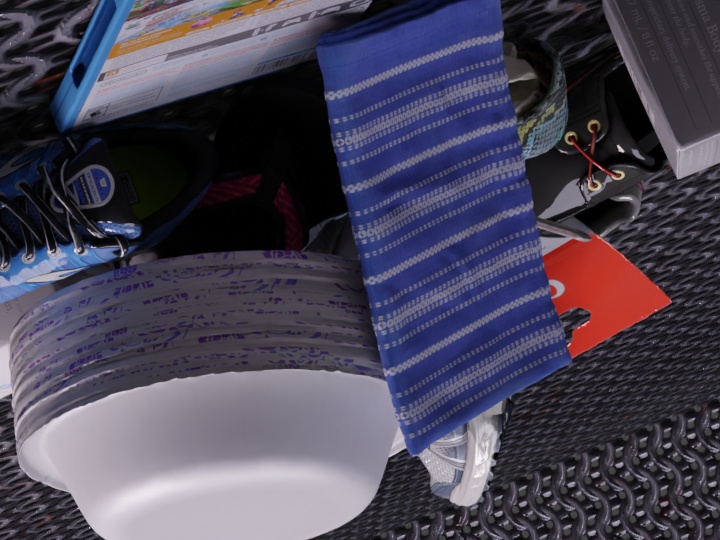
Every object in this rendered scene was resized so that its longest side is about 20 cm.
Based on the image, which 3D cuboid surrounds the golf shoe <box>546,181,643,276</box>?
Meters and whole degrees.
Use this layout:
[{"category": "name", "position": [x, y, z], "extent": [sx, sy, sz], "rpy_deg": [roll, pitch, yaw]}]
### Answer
[{"category": "golf shoe", "position": [0.075, -0.023, 1.765], "extent": [0.200, 0.077, 0.088], "rpy_deg": [-30, -154, 6]}]

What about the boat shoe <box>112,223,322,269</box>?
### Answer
[{"category": "boat shoe", "position": [-0.119, 0.005, 1.641], "extent": [0.201, 0.070, 0.072], "rpy_deg": [-23, 150, 6]}]

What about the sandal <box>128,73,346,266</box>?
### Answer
[{"category": "sandal", "position": [-0.057, -0.025, 1.456], "extent": [0.200, 0.075, 0.045], "rpy_deg": [-48, -164, 47]}]

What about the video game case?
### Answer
[{"category": "video game case", "position": [-0.050, -0.119, 1.286], "extent": [0.143, 0.018, 0.200], "rpy_deg": [-18, 168, -20]}]

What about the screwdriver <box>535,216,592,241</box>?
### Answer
[{"category": "screwdriver", "position": [0.047, -0.043, 1.551], "extent": [0.028, 0.029, 0.200], "rpy_deg": [-22, -157, -37]}]

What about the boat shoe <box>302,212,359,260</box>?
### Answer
[{"category": "boat shoe", "position": [0.000, 0.000, 1.506], "extent": [0.068, 0.072, 0.200], "rpy_deg": [-19, 179, -11]}]

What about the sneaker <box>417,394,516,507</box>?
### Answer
[{"category": "sneaker", "position": [0.047, 0.065, 1.731], "extent": [0.086, 0.078, 0.200], "rpy_deg": [14, 146, 6]}]

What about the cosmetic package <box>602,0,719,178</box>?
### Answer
[{"category": "cosmetic package", "position": [0.234, -0.136, 1.534], "extent": [0.200, 0.107, 0.090], "rpy_deg": [-25, 169, 3]}]

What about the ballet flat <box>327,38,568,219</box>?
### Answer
[{"category": "ballet flat", "position": [0.020, -0.079, 1.526], "extent": [0.200, 0.074, 0.074], "rpy_deg": [-18, 168, -28]}]

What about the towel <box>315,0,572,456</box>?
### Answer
[{"category": "towel", "position": [0.042, -0.030, 1.397], "extent": [0.024, 0.200, 0.145], "rpy_deg": [-6, -168, 35]}]

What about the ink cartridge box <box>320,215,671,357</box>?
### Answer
[{"category": "ink cartridge box", "position": [0.054, 0.009, 1.713], "extent": [0.200, 0.047, 0.160], "rpy_deg": [38, 132, -25]}]

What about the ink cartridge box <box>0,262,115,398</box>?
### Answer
[{"category": "ink cartridge box", "position": [-0.193, 0.024, 1.545], "extent": [0.200, 0.067, 0.117], "rpy_deg": [-25, 169, 11]}]

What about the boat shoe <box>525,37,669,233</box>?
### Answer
[{"category": "boat shoe", "position": [0.129, -0.077, 1.608], "extent": [0.201, 0.074, 0.063], "rpy_deg": [-34, -163, -5]}]

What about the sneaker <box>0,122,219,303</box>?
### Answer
[{"category": "sneaker", "position": [-0.150, -0.029, 1.358], "extent": [0.200, 0.079, 0.089], "rpy_deg": [-25, 178, -35]}]

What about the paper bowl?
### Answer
[{"category": "paper bowl", "position": [-0.065, 0.071, 1.424], "extent": [0.201, 0.104, 0.201], "rpy_deg": [-6, 159, -2]}]
